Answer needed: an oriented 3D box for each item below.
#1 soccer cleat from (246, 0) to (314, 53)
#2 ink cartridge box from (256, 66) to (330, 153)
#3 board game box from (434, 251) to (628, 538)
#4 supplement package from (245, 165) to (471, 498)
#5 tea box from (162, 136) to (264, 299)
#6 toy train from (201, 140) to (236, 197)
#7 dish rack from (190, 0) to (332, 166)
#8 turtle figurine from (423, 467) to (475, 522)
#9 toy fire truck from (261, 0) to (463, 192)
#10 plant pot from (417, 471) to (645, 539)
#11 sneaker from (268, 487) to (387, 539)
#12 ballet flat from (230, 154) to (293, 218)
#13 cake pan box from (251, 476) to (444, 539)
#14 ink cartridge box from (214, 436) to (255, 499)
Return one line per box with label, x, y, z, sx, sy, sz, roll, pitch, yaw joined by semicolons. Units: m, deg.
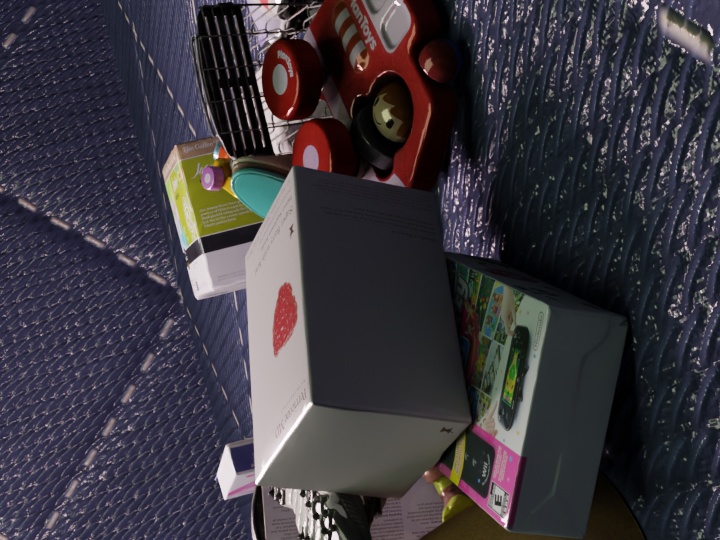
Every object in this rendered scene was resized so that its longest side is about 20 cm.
soccer cleat;-0.086;-0.274;1.190;0.073;0.068;0.200;48;172;1
ink cartridge box;-0.075;-0.162;1.313;0.200;0.067;0.117;168;88;-73
board game box;0.097;0.077;0.836;0.200;0.064;0.149;-149;69;-69
supplement package;-0.009;0.045;0.870;0.121;0.119;0.201;124;148;-46
tea box;-0.177;-0.075;1.629;0.200;0.133;0.198;158;98;-75
toy train;-0.068;-0.093;1.154;0.199;0.150;0.056;24;108;18
dish rack;-0.067;-0.166;1.063;0.054;0.199;0.155;-15;89;48
turtle figurine;0.045;0.136;1.025;0.161;0.200;0.064;46;180;29
toy fire truck;0.014;-0.152;0.956;0.168;0.111;0.201;-53;51;47
plant pot;0.089;0.250;0.848;0.186;0.198;0.188;166;90;-74
sneaker;-0.011;0.174;0.924;0.200;0.090;0.067;-145;54;-67
ballet flat;-0.028;-0.058;1.038;0.067;0.199;0.063;-37;35;41
cake pan box;0.002;0.214;1.059;0.052;0.198;0.186;97;166;-65
ink cartridge box;-0.061;0.210;1.352;0.200;0.195;0.044;114;140;-67
